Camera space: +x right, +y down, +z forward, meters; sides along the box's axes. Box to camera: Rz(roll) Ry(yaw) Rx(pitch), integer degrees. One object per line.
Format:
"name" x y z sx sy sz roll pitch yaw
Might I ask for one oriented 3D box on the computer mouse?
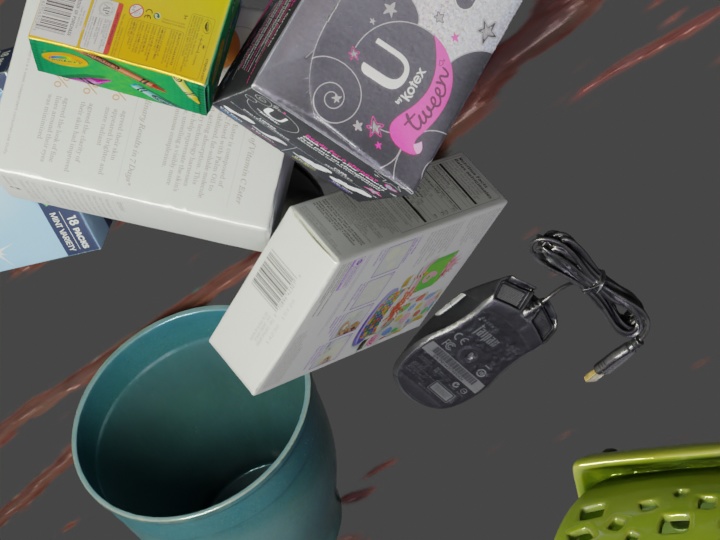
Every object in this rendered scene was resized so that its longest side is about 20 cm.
"computer mouse" 0.130 0.052 1.465 0.140 0.046 0.200 35 120 -22

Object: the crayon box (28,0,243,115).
"crayon box" -0.128 -0.214 1.203 0.119 0.200 0.058 15 165 1

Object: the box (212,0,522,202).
"box" 0.016 -0.162 1.203 0.132 0.115 0.200 33 81 -15

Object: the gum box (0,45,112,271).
"gum box" -0.320 -0.073 1.441 0.200 0.045 0.170 -12 124 17

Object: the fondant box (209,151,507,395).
"fondant box" 0.000 0.000 1.348 0.058 0.200 0.144 49 129 19

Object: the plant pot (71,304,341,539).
"plant pot" -0.104 0.162 1.504 0.200 0.200 0.188 -9 141 16

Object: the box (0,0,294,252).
"box" -0.142 -0.111 1.296 0.200 0.153 0.106 13 172 0

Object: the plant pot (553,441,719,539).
"plant pot" 0.266 0.252 1.503 0.199 0.182 0.200 -7 126 16

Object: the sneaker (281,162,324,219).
"sneaker" -0.125 -0.062 1.390 0.200 0.089 0.074 20 127 -8
